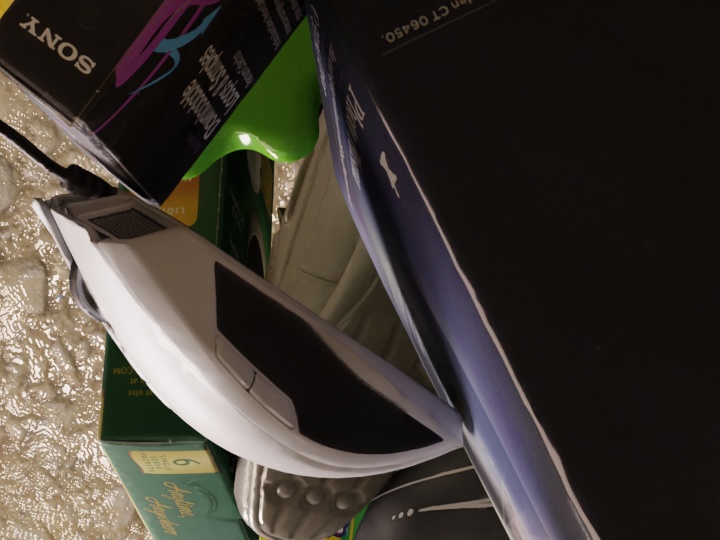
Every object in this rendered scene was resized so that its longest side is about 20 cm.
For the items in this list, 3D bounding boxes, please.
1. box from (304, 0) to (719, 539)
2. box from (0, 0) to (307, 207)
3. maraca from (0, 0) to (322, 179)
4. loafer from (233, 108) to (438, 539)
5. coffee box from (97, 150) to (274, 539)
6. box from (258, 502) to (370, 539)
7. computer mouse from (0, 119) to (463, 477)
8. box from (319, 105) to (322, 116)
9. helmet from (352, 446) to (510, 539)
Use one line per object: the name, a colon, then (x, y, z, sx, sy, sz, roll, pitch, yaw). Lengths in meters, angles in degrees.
box: (0.078, 0.004, 0.764, 0.199, 0.123, 0.200, 63, 176, 15)
box: (-0.014, -0.113, 0.696, 0.036, 0.200, 0.143, 35, 176, 7)
maraca: (-0.057, -0.101, 0.911, 0.200, 0.137, 0.107, 41, 167, 41)
loafer: (0.000, 0.000, 0.975, 0.070, 0.201, 0.070, 15, -167, -30)
coffee box: (-0.062, -0.008, 1.031, 0.123, 0.044, 0.201, 75, -165, -67)
box: (0.008, 0.069, 1.085, 0.117, 0.048, 0.201, -21, -51, -66)
computer mouse: (-0.056, 0.008, 0.723, 0.200, 0.044, 0.110, 35, 175, -25)
box: (-0.009, -0.155, 1.073, 0.148, 0.104, 0.201, 72, 173, -61)
helmet: (0.089, 0.124, 0.993, 0.201, 0.199, 0.191, 65, -167, -1)
